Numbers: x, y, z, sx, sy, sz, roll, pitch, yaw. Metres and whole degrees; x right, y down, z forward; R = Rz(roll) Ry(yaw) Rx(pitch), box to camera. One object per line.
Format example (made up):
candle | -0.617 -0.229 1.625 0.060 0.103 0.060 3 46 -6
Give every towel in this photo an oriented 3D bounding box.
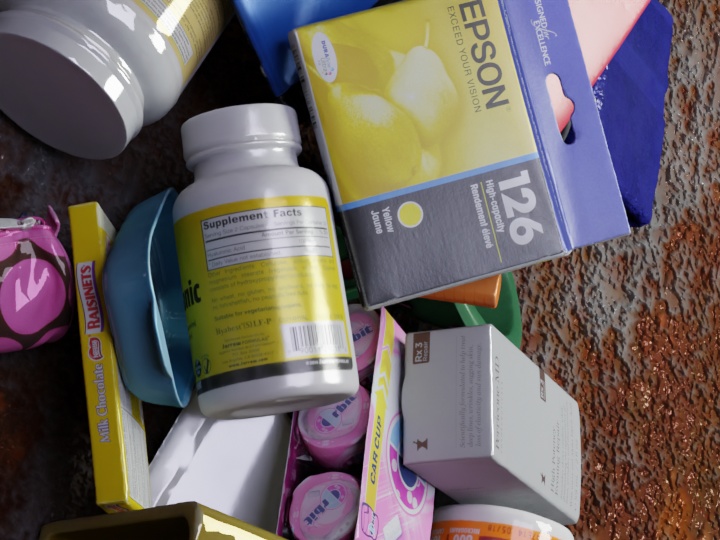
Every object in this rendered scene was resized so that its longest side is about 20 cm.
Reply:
towel | 0.206 -0.150 1.709 0.148 0.049 0.201 37 55 -51

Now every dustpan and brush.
dustpan and brush | -0.064 0.169 1.482 0.199 0.057 0.140 35 74 -15

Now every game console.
game console | -0.038 -0.196 1.511 0.118 0.171 0.200 47 58 -7

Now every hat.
hat | 0.005 0.003 1.577 0.201 0.175 0.166 62 20 -20

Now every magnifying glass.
magnifying glass | 0.000 0.000 1.463 0.198 0.022 0.080 9 72 9

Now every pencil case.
pencil case | -0.286 0.013 1.338 0.199 0.094 0.091 -11 47 -37

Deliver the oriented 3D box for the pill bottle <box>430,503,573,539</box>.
pill bottle | 0.088 0.281 1.513 0.114 0.114 0.201 21 68 -28

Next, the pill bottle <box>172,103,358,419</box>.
pill bottle | -0.068 -0.006 1.404 0.111 0.111 0.202 -2 78 -34

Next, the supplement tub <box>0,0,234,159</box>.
supplement tub | -0.164 -0.191 1.434 0.145 0.145 0.201 42 59 -19

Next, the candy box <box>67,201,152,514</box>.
candy box | -0.167 0.065 1.386 0.026 0.102 0.202 -9 75 4

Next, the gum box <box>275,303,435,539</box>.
gum box | 0.003 0.131 1.469 0.114 0.066 0.201 53 35 -46

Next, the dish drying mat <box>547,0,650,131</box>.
dish drying mat | 0.148 -0.162 1.507 0.077 0.018 0.200 49 62 -30

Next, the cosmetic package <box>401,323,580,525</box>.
cosmetic package | 0.099 0.119 1.524 0.200 0.074 0.102 40 47 -60

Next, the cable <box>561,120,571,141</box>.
cable | 0.083 -0.119 1.499 0.163 0.051 0.201 36 69 -34

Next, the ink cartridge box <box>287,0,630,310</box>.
ink cartridge box | 0.071 -0.093 1.421 0.199 0.047 0.199 -16 90 -4

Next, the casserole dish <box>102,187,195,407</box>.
casserole dish | -0.139 0.018 1.401 0.038 0.200 0.122 -9 108 5

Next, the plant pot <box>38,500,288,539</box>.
plant pot | -0.093 0.273 1.355 0.199 0.194 0.197 18 69 -36
